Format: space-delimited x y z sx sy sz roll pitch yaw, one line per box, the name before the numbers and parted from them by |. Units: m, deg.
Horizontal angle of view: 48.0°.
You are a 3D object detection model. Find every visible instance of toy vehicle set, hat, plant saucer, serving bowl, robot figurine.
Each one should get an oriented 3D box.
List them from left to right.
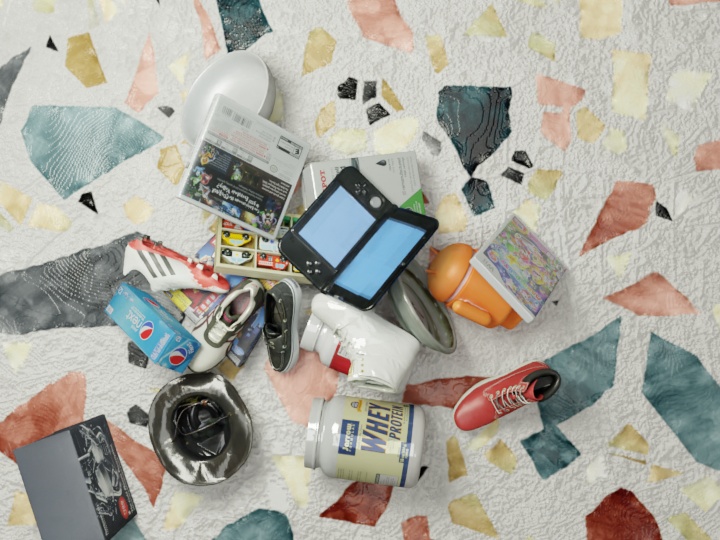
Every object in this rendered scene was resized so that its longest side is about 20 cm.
hat | -0.283 0.285 1.462 0.199 0.081 0.202 0 80 1
serving bowl | -0.226 -0.290 1.449 0.199 0.066 0.201 -14 62 28
toy vehicle set | -0.156 -0.046 1.431 0.199 0.027 0.125 7 62 -19
plant saucer | 0.096 0.063 1.403 0.050 0.200 0.201 -31 88 18
robot figurine | 0.203 0.025 1.427 0.199 0.117 0.144 28 78 -9

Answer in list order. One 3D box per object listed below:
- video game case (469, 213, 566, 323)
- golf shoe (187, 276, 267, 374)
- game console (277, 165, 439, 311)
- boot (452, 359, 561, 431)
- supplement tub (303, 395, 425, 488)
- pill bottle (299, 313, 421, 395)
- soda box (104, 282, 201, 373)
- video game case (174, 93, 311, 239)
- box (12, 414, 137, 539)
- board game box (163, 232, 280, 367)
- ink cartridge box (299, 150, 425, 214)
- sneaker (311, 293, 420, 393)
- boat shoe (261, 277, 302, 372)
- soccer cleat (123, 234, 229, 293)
video game case | 0.279 -0.009 1.407 0.143 0.200 0.018 47 130 1
golf shoe | -0.242 0.093 1.399 0.077 0.088 0.200 37 91 0
game console | -0.005 -0.058 1.316 0.171 0.118 0.200 43 73 -10
boot | 0.252 0.225 1.415 0.199 0.144 0.073 -32 90 2
supplement tub | 0.008 0.297 1.419 0.199 0.145 0.146 7 89 1
pill bottle | -0.001 0.135 1.439 0.199 0.112 0.113 22 90 2
soda box | -0.366 0.099 1.419 0.200 0.068 0.064 34 91 41
video game case | -0.193 -0.170 1.358 0.200 0.023 0.183 24 84 -39
box | -0.492 0.374 1.414 0.104 0.182 0.201 -19 89 1
board game box | -0.218 0.035 1.472 0.200 0.062 0.200 -45 88 -1
ink cartridge box | 0.004 -0.125 1.432 0.199 0.083 0.147 -9 90 -16
sneaker | -0.009 0.125 1.337 0.199 0.074 0.116 27 59 3
boat shoe | -0.147 0.103 1.426 0.069 0.056 0.201 32 130 33
soccer cleat | -0.324 0.008 1.417 0.199 0.069 0.086 24 101 5
